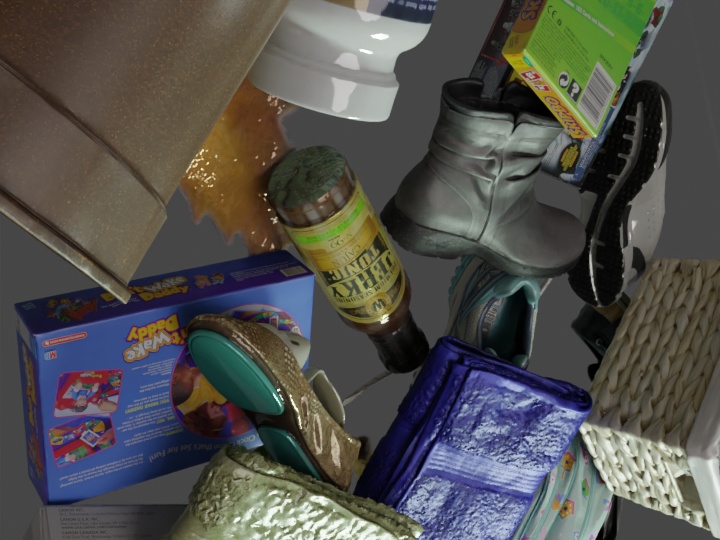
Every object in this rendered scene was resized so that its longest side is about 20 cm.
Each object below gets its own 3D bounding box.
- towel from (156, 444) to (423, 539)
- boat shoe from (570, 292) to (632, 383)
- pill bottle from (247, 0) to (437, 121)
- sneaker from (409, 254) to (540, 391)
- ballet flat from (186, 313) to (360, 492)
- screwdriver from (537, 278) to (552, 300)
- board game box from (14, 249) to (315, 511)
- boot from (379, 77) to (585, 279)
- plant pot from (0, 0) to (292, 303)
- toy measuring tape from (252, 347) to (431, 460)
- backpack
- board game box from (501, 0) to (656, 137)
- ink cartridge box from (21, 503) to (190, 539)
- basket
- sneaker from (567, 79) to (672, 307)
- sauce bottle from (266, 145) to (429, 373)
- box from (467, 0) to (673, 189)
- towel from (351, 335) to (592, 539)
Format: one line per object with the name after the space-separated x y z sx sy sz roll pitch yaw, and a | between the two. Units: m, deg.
-0.059 0.205 0.726 0.199 0.036 0.149 31 98 -39 | towel
0.253 0.100 1.011 0.062 0.075 0.201 -37 125 -7 | boat shoe
-0.001 -0.200 0.629 0.115 0.116 0.202 1 112 -37 | pill bottle
0.095 0.081 0.858 0.077 0.086 0.202 7 103 -19 | sneaker
-0.054 0.082 0.726 0.066 0.070 0.201 -58 140 -32 | ballet flat
0.125 0.065 0.922 0.201 0.028 0.029 -57 161 7 | screwdriver
-0.130 0.072 0.727 0.198 0.045 0.136 -12 120 -31 | board game box
0.121 -0.067 0.780 0.199 0.070 0.132 3 130 -38 | boot
-0.139 -0.121 0.530 0.199 0.200 0.200 -54 133 -10 | plant pot
-0.012 0.137 0.829 0.199 0.074 0.074 -30 128 -17 | toy measuring tape
0.145 0.227 0.946 0.126 0.166 0.201 29 88 -39 | backpack
0.170 -0.202 0.733 0.095 0.030 0.201 39 72 -35 | board game box
-0.161 0.237 0.768 0.198 0.045 0.177 8 131 -34 | ink cartridge box
0.284 0.099 0.890 0.201 0.123 0.136 -56 135 -27 | basket
0.230 -0.071 0.912 0.080 0.073 0.202 -24 131 -42 | sneaker
0.000 0.000 0.772 0.065 0.065 0.201 -41 131 -11 | sauce bottle
0.164 -0.177 0.814 0.136 0.040 0.201 15 104 -39 | box
0.080 0.160 0.821 0.147 0.050 0.201 21 110 -20 | towel
